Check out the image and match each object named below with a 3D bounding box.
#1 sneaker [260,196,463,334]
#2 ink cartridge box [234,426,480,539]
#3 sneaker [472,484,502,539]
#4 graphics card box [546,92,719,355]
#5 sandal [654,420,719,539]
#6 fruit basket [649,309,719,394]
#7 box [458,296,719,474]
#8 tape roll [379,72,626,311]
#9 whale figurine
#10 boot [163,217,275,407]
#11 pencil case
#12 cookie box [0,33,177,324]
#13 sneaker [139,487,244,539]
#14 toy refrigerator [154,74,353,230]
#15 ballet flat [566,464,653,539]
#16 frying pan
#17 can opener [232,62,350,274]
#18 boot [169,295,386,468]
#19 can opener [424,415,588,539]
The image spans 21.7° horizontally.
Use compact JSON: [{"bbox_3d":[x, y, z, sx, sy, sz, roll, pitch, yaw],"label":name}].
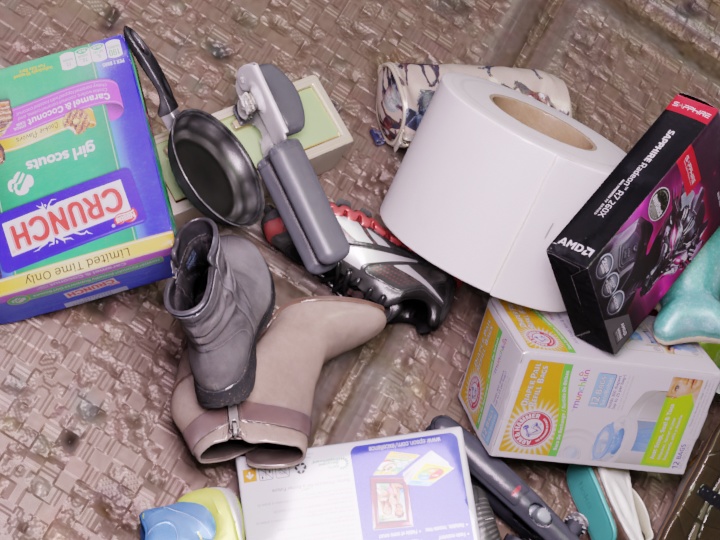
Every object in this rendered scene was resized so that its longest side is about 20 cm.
[{"bbox_3d":[0.000,0.000,1.698,0.200,0.071,0.098,21,59,-14],"label":"sneaker"},{"bbox_3d":[0.003,0.242,1.573,0.196,0.047,0.201,-7,72,-4],"label":"ink cartridge box"},{"bbox_3d":[0.127,0.283,1.625,0.090,0.066,0.201,-4,73,-18],"label":"sneaker"},{"bbox_3d":[0.247,-0.040,1.623,0.051,0.126,0.200,28,64,36],"label":"graphics card box"},{"bbox_3d":[0.333,0.204,1.753,0.082,0.055,0.200,36,78,-12],"label":"sandal"},{"bbox_3d":[0.323,0.030,1.825,0.199,0.094,0.186,17,60,3],"label":"fruit basket"},{"bbox_3d":[0.204,0.104,1.693,0.199,0.113,0.101,8,26,-20],"label":"box"},{"bbox_3d":[0.135,-0.073,1.691,0.202,0.140,0.203,24,16,-7],"label":"tape roll"},{"bbox_3d":[0.297,-0.018,1.726,0.158,0.104,0.201,0,40,1],"label":"whale figurine"},{"bbox_3d":[-0.118,0.003,1.566,0.069,0.132,0.201,-10,40,5],"label":"boot"},{"bbox_3d":[0.111,-0.152,1.809,0.199,0.078,0.090,1,76,-22],"label":"pencil case"},{"bbox_3d":[-0.252,-0.077,1.590,0.170,0.075,0.201,-16,72,0],"label":"cookie box"},{"bbox_3d":[-0.139,0.277,1.525,0.104,0.076,0.201,-5,61,-11],"label":"sneaker"},{"bbox_3d":[-0.111,-0.104,1.700,0.199,0.070,0.076,-24,78,-29],"label":"toy refrigerator"},{"bbox_3d":[0.243,0.257,1.692,0.069,0.069,0.201,-3,65,-24],"label":"ballet flat"},{"bbox_3d":[-0.150,-0.108,1.592,0.190,0.031,0.115,43,32,-28],"label":"frying pan"},{"bbox_3d":[-0.058,-0.096,1.651,0.066,0.053,0.201,-16,77,-28],"label":"can opener"},{"bbox_3d":[-0.064,0.100,1.606,0.199,0.070,0.147,-9,48,-6],"label":"boot"},{"bbox_3d":[0.132,0.205,1.666,0.079,0.063,0.200,-39,86,-31],"label":"can opener"}]
